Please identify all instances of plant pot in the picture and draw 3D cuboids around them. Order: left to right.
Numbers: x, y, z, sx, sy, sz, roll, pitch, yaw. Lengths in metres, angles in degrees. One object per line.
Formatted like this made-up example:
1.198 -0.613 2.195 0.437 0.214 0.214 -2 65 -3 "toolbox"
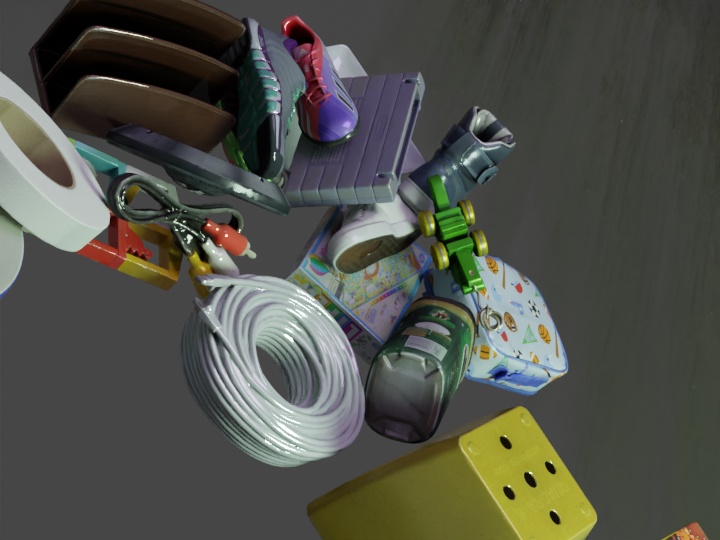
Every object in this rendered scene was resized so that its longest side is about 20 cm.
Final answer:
0.106 0.244 1.533 0.200 0.176 0.200 -17 69 -54 "plant pot"

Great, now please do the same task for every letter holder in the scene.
-0.217 -0.210 1.644 0.199 0.142 0.101 13 47 -42 "letter holder"

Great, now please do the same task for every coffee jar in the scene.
0.066 0.099 1.668 0.085 0.105 0.200 15 19 10 "coffee jar"

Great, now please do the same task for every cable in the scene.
-0.166 -0.046 1.544 0.050 0.097 0.200 23 -17 35 "cable"
-0.085 0.099 1.547 0.200 0.069 0.201 -3 65 -52 "cable"

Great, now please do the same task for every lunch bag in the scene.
0.157 0.066 1.842 0.200 0.075 0.161 17 48 -51 "lunch bag"

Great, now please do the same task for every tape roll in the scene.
-0.307 -0.106 1.427 0.203 0.037 0.203 50 10 -12 "tape roll"

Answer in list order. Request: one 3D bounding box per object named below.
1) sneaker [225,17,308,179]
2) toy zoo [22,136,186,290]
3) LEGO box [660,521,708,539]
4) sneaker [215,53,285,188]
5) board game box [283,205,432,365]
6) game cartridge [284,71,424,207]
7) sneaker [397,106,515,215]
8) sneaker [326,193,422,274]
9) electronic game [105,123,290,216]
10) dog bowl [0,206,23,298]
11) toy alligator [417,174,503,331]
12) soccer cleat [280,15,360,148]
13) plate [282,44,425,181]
-0.086 -0.185 1.704 0.087 0.074 0.201 9 57 -32 "sneaker"
-0.245 -0.058 1.571 0.199 0.020 0.132 25 41 -32 "toy zoo"
0.255 0.346 1.578 0.149 0.200 0.077 -12 65 -52 "LEGO box"
-0.123 -0.174 1.755 0.077 0.083 0.201 79 -11 -67 "sneaker"
0.000 0.000 1.781 0.134 0.034 0.200 43 34 -9 "board game box"
-0.006 -0.147 1.774 0.201 0.129 0.038 -74 150 -43 "game cartridge"
0.124 -0.115 1.885 0.077 0.146 0.202 43 1 12 "sneaker"
0.000 -0.052 1.744 0.085 0.073 0.200 51 22 9 "sneaker"
-0.164 -0.099 1.596 0.199 0.042 0.200 23 0 0 "electronic game"
-0.388 -0.031 1.329 0.200 0.079 0.201 29 38 -26 "dog bowl"
0.111 -0.012 1.757 0.059 0.054 0.201 -17 68 -9 "toy alligator"
-0.053 -0.213 1.782 0.200 0.068 0.073 -111 179 -49 "soccer cleat"
-0.047 -0.173 1.864 0.199 0.032 0.200 -16 64 -39 "plate"
